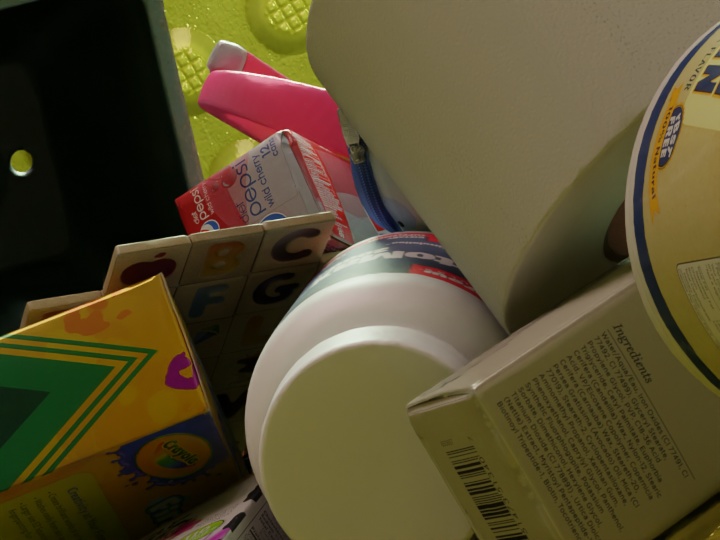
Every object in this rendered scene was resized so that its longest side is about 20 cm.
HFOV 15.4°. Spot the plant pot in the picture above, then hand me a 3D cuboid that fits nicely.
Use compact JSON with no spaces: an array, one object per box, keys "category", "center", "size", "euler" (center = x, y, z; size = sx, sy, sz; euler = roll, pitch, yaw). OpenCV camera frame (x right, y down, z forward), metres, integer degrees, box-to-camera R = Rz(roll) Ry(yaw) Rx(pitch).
[{"category":"plant pot","center":[-0.190,-0.038,1.309],"size":[0.195,0.197,0.200],"euler":[-16,11,-13]}]

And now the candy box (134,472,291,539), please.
[{"category":"candy box","center":[-0.090,0.153,1.059],"size":[0.136,0.061,0.200],"euler":[-30,4,15]}]

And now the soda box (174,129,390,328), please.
[{"category":"soda box","center":[0.000,0.000,1.266],"size":[0.070,0.064,0.200],"euler":[-32,-29,20]}]

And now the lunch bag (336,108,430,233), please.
[{"category":"lunch bag","center":[0.060,-0.094,1.206],"size":[0.075,0.161,0.200],"euler":[-5,7,36]}]

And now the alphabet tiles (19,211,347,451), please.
[{"category":"alphabet tiles","center":[-0.079,0.039,1.199],"size":[0.165,0.006,0.200],"euler":[-9,-31,-22]}]

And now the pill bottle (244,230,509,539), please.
[{"category":"pill bottle","center":[0.016,0.055,1.070],"size":[0.119,0.120,0.200],"euler":[-30,5,8]}]

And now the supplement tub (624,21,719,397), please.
[{"category":"supplement tub","center":[0.171,-0.023,0.762],"size":[0.144,0.145,0.200],"euler":[-32,5,-14]}]

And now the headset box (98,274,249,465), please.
[{"category":"headset box","center":[-0.060,0.046,1.419],"size":[0.199,0.149,0.075],"euler":[-28,-4,20]}]

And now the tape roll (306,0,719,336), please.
[{"category":"tape roll","center":[0.097,-0.087,1.016],"size":[0.202,0.139,0.203],"euler":[-30,-23,-14]}]

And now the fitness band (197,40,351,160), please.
[{"category":"fitness band","center":[-0.002,-0.067,1.339],"size":[0.038,0.143,0.200],"euler":[-68,-19,0]}]

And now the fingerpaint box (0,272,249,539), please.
[{"category":"fingerpaint box","center":[-0.135,0.098,1.175],"size":[0.166,0.074,0.200],"euler":[-21,-26,-2]}]

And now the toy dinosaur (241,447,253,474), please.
[{"category":"toy dinosaur","center":[-0.127,0.101,1.339],"size":[0.199,0.137,0.102],"euler":[12,-5,9]}]

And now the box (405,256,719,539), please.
[{"category":"box","center":[0.121,0.027,0.946],"size":[0.199,0.082,0.068],"euler":[-31,3,-22]}]
